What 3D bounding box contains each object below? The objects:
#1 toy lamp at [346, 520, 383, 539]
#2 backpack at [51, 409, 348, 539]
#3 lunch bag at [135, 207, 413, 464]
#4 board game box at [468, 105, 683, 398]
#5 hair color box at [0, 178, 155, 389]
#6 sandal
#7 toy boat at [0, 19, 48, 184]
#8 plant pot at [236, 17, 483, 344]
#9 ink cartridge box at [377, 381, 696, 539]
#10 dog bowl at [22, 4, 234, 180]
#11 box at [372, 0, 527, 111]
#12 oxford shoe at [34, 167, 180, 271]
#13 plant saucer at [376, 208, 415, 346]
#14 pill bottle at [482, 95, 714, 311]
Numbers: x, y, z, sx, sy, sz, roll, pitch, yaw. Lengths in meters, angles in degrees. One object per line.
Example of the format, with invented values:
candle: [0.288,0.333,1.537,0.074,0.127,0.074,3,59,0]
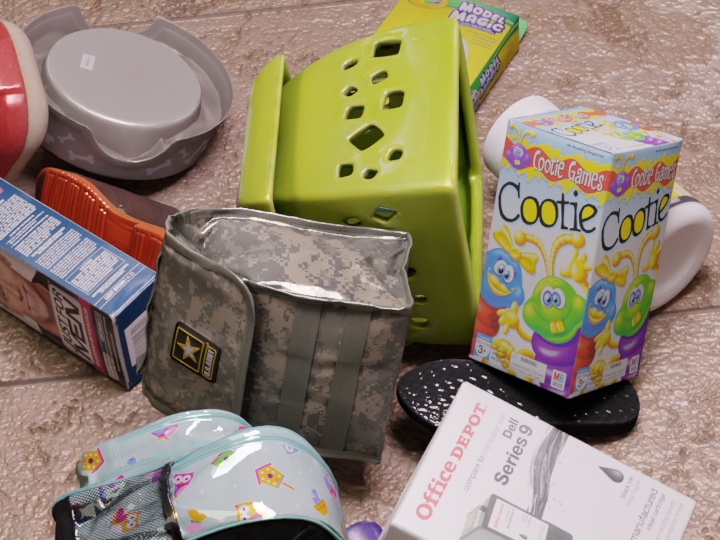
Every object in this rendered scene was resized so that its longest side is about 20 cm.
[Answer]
toy lamp: [-0.037,0.179,1.654,0.058,0.058,0.200,-27,53,-20]
backpack: [-0.106,0.193,1.549,0.199,0.176,0.154,-15,50,11]
lunch bag: [-0.069,0.048,1.632,0.199,0.165,0.118,8,36,-5]
board game box: [0.171,-0.016,1.694,0.103,0.201,0.105,21,22,36]
hair color box: [-0.254,0.007,1.786,0.200,0.100,0.061,30,57,26]
sandal: [0.125,0.116,1.715,0.199,0.048,0.076,4,46,-11]
toy boat: [-0.362,-0.127,1.840,0.130,0.200,0.131,-4,65,-34]
plant pot: [0.003,-0.066,1.746,0.180,0.200,0.200,-5,48,8]
ink cartridge box: [0.126,0.197,1.579,0.199,0.084,0.146,27,54,4]
dog bowl: [-0.217,-0.158,1.922,0.199,0.059,0.201,13,38,-10]
box: [0.067,-0.195,1.985,0.117,0.049,0.200,20,51,19]
oxford shoe: [-0.204,-0.036,1.858,0.200,0.071,0.072,32,28,30]
plant saucer: [0.000,0.000,1.830,0.199,0.027,0.201,-2,48,2]
pill bottle: [0.197,-0.062,1.817,0.112,0.112,0.200,-31,54,-23]
